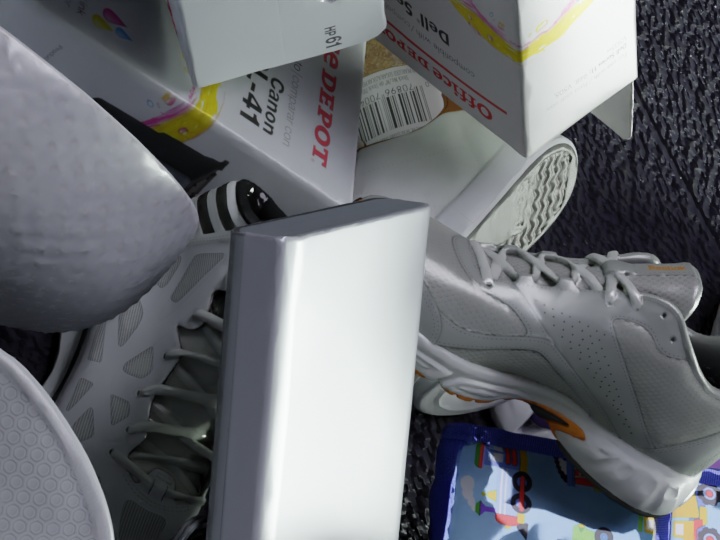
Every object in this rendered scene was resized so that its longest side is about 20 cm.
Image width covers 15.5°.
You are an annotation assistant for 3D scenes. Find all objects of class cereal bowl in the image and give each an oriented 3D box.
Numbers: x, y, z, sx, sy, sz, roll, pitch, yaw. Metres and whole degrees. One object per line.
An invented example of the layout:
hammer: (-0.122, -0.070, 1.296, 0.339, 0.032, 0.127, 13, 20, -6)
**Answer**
cereal bowl: (-0.160, -0.040, 0.927, 0.200, 0.200, 0.083, 38, 79, -23)

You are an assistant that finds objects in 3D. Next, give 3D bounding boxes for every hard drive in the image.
hard drive: (-0.017, 0.079, 0.953, 0.132, 0.026, 0.200, -15, 112, -66)

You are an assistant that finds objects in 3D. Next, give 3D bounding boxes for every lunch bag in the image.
lunch bag: (0.099, 0.154, 1.121, 0.200, 0.094, 0.151, 14, 73, -24)

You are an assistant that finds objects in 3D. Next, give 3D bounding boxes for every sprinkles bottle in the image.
sprinkles bottle: (0.030, -0.036, 1.213, 0.068, 0.068, 0.200, 8, 58, -46)

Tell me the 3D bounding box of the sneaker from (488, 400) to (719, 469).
sneaker: (0.152, 0.094, 1.241, 0.200, 0.088, 0.081, 46, 36, -16)

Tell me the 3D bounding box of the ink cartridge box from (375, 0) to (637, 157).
ink cartridge box: (0.051, -0.129, 1.085, 0.067, 0.200, 0.117, -36, 56, -19)

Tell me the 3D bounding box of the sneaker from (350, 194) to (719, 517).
sneaker: (0.082, 0.014, 1.053, 0.200, 0.092, 0.076, 32, 30, -26)

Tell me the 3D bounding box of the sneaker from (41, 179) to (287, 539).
sneaker: (-0.068, 0.042, 1.002, 0.076, 0.115, 0.201, 33, 42, -29)

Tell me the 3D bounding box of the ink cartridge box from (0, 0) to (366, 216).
ink cartridge box: (-0.097, -0.105, 1.107, 0.200, 0.086, 0.148, 32, 42, -27)

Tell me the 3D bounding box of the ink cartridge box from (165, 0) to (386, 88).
ink cartridge box: (-0.059, -0.192, 1.015, 0.145, 0.085, 0.200, 82, -11, -68)

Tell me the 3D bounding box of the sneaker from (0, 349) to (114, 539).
sneaker: (-0.162, 0.041, 0.892, 0.200, 0.099, 0.071, 40, 81, -2)

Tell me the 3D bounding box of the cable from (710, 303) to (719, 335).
cable: (0.264, 0.080, 1.394, 0.200, 0.069, 0.200, 13, 54, -43)

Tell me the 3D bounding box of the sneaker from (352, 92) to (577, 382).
sneaker: (0.000, 0.000, 1.131, 0.085, 0.073, 0.200, 33, 63, 30)

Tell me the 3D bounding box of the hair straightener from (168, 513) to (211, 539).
hair straightener: (-0.052, 0.106, 0.968, 0.200, 0.041, 0.077, -10, 107, -67)
